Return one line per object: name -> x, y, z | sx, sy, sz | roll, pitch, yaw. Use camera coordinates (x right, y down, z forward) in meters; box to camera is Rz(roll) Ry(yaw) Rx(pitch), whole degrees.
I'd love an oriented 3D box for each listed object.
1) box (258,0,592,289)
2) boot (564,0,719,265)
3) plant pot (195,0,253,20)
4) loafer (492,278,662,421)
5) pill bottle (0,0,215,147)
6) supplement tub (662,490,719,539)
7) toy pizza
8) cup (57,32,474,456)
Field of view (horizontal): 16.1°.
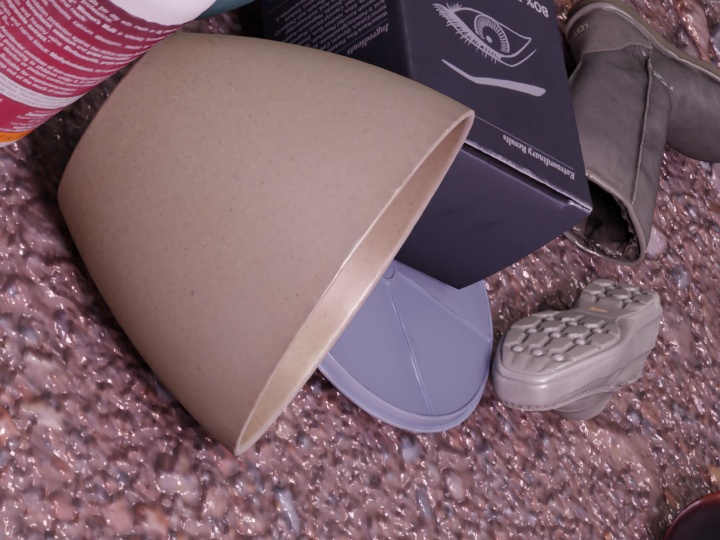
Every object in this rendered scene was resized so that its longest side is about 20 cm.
box -> 0.032, -0.113, 1.403 | 0.148, 0.104, 0.200 | 26, 46, -40
boot -> 0.192, -0.078, 1.692 | 0.182, 0.073, 0.200 | 31, 34, -18
plant pot -> -0.100, -0.217, 1.302 | 0.200, 0.161, 0.201 | 35, 40, -36
loafer -> 0.129, 0.057, 1.495 | 0.200, 0.070, 0.070 | -21, 121, -61
pill bottle -> -0.129, -0.146, 1.168 | 0.110, 0.200, 0.110 | 33, 42, -35
supplement tub -> 0.273, 0.181, 1.573 | 0.200, 0.107, 0.107 | -1, 67, -54
toy pizza -> 0.000, 0.000, 1.399 | 0.200, 0.032, 0.200 | 33, 41, -35
cup -> -0.059, -0.034, 1.221 | 0.143, 0.200, 0.200 | 35, 33, 5
